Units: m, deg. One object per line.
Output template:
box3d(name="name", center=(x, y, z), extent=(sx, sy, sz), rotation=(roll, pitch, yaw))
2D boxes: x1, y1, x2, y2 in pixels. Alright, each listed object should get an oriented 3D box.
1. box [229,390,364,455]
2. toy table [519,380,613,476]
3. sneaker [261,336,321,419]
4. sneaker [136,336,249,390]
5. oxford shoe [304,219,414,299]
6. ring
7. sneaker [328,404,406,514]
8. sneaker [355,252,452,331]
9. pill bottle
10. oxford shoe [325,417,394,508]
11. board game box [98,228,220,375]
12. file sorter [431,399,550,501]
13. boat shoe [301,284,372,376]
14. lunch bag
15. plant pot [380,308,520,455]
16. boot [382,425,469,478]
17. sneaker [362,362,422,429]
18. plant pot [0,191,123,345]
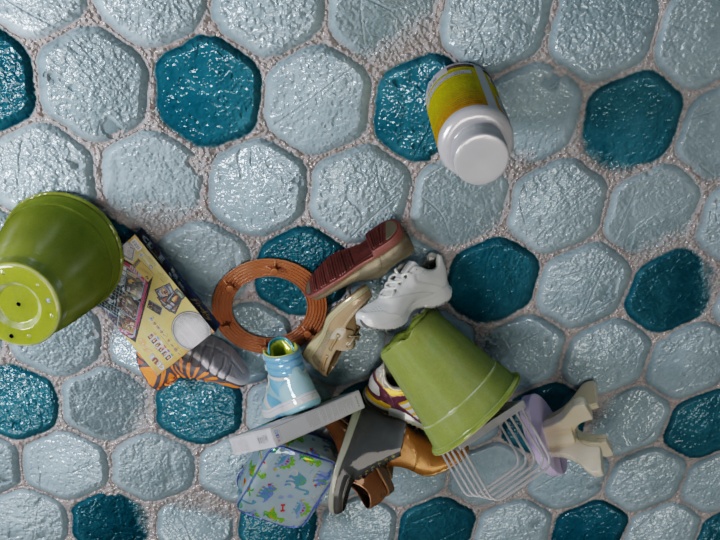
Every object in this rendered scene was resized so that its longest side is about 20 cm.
box3d(name="box", center=(-0.108, 0.261, 1.730), extent=(0.198, 0.037, 0.143), rotation=(-16, 176, -39))
box3d(name="toy table", center=(0.379, 0.293, 1.835), extent=(0.115, 0.187, 0.200), rotation=(-15, 149, 24))
box3d(name="sneaker", center=(-0.137, 0.184, 1.752), extent=(0.078, 0.199, 0.133), rotation=(-19, 87, -28))
box3d(name="sneaker", center=(-0.294, 0.166, 1.741), extent=(0.198, 0.078, 0.113), rotation=(29, 123, -11))
box3d(name="oxford shoe", center=(0.000, 0.000, 1.649), extent=(0.198, 0.071, 0.075), rotation=(-31, 128, 17))
box3d(name="ring", center=(-0.154, 0.066, 1.711), extent=(0.196, 0.019, 0.203), rotation=(-2, 125, -3))
box3d(name="sneaker", center=(0.011, 0.346, 1.782), extent=(0.104, 0.075, 0.204), rotation=(17, 96, 6))
box3d(name="sneaker", center=(0.065, 0.034, 1.645), extent=(0.198, 0.074, 0.089), rotation=(-29, 121, -36))
box3d(name="pill bottle", center=(0.156, -0.207, 1.437), extent=(0.107, 0.201, 0.111), rotation=(-2, 126, -3))
box3d(name="oxford shoe", center=(-0.015, 0.347, 1.847), extent=(0.202, 0.071, 0.071), rotation=(57, 150, -8))
box3d(name="board game box", center=(-0.340, 0.053, 1.631), extent=(0.135, 0.035, 0.201), rotation=(-35, 100, 18))
box3d(name="file sorter", center=(0.230, 0.318, 1.763), extent=(0.137, 0.200, 0.126), rotation=(-31, 86, -12))
box3d(name="boat shoe", center=(-0.027, 0.101, 1.698), extent=(0.065, 0.071, 0.201), rotation=(45, 131, 10))
box3d(name="lunch bag", center=(-0.135, 0.388, 1.898), extent=(0.158, 0.083, 0.202), rotation=(20, 121, -17))
box3d(name="plant pot", center=(0.135, 0.172, 1.705), extent=(0.200, 0.200, 0.190), rotation=(-41, 93, 22))
box3d(name="boot", center=(0.092, 0.315, 1.877), extent=(0.198, 0.071, 0.146), rotation=(-15, 126, 10))
box3d(name="sneaker", center=(0.107, 0.226, 1.813), extent=(0.197, 0.076, 0.091), rotation=(16, 128, -17))
box3d(name="plant pot", center=(-0.477, 0.010, 1.506), extent=(0.196, 0.194, 0.204), rotation=(2, 114, 4))
